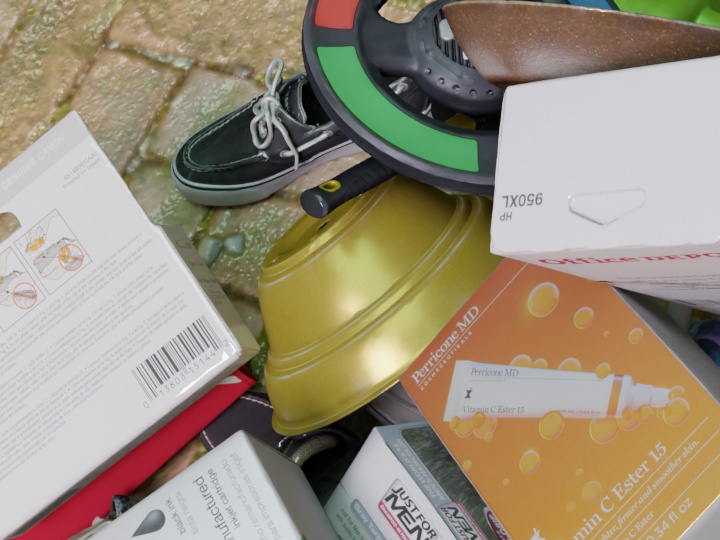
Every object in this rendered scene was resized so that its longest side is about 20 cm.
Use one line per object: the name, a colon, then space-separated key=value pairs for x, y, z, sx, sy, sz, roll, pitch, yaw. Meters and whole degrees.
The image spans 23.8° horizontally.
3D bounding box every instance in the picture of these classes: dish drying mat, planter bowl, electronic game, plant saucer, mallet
dish drying mat: x=-0.160 y=0.112 z=1.068 sx=0.200 sy=0.077 sz=0.018 roll=-42 pitch=36 yaw=11
planter bowl: x=0.000 y=0.000 z=1.018 sx=0.200 sy=0.200 sz=0.084 roll=-40 pitch=102 yaw=-2
electronic game: x=0.064 y=-0.126 z=0.981 sx=0.198 sy=0.042 sz=0.202 roll=5 pitch=56 yaw=-7
plant saucer: x=0.137 y=-0.103 z=0.875 sx=0.199 sy=0.200 sz=0.037 roll=10 pitch=93 yaw=23
mallet: x=0.025 y=-0.075 z=0.997 sx=0.066 sy=0.041 sz=0.199 roll=33 pitch=38 yaw=31

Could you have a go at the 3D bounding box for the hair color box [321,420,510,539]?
hair color box: x=0.008 y=0.189 z=0.942 sx=0.099 sy=0.060 sz=0.201 roll=51 pitch=125 yaw=32

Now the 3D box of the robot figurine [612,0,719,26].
robot figurine: x=0.154 y=-0.148 z=1.085 sx=0.199 sy=0.116 sz=0.176 roll=27 pitch=84 yaw=29

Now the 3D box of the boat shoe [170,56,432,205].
boat shoe: x=-0.044 y=-0.103 z=1.162 sx=0.197 sy=0.068 sz=0.074 roll=-13 pitch=61 yaw=14

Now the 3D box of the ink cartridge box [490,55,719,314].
ink cartridge box: x=0.179 y=-0.033 z=0.807 sx=0.144 sy=0.199 sz=0.085 roll=-3 pitch=78 yaw=46

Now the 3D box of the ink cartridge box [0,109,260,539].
ink cartridge box: x=-0.187 y=0.034 z=1.023 sx=0.199 sy=0.045 sz=0.177 roll=-37 pitch=82 yaw=12

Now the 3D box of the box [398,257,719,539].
box: x=0.129 y=0.088 z=0.875 sx=0.125 sy=0.097 sz=0.200 roll=-49 pitch=44 yaw=11

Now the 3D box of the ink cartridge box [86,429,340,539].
ink cartridge box: x=-0.094 y=0.204 z=0.881 sx=0.199 sy=0.084 sz=0.147 roll=-36 pitch=63 yaw=6

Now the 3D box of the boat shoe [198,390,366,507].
boat shoe: x=-0.026 y=0.123 z=1.044 sx=0.199 sy=0.065 sz=0.072 roll=30 pitch=81 yaw=31

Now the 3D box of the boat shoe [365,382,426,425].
boat shoe: x=0.081 y=0.077 z=1.026 sx=0.199 sy=0.070 sz=0.071 roll=18 pitch=72 yaw=26

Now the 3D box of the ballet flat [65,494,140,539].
ballet flat: x=-0.194 y=0.220 z=1.050 sx=0.074 sy=0.074 sz=0.200 roll=33 pitch=73 yaw=30

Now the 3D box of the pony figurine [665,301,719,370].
pony figurine: x=0.256 y=0.057 z=0.942 sx=0.191 sy=0.167 sz=0.201 roll=-14 pitch=45 yaw=20
